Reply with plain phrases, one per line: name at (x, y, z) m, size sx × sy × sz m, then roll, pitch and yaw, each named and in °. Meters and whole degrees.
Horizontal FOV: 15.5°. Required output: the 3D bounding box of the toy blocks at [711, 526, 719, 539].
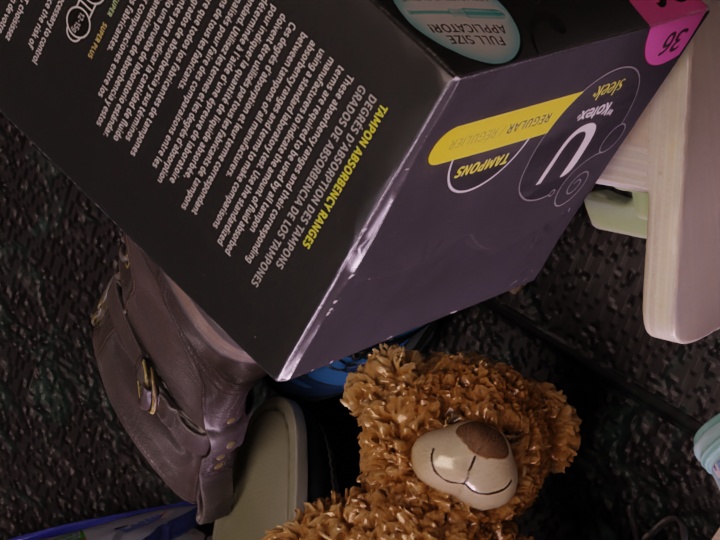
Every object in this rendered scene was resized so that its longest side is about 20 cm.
toy blocks at (0.200, 0.130, 0.973) m, size 0.200 × 0.100 × 0.137 m, roll 36°, pitch 134°, yaw 11°

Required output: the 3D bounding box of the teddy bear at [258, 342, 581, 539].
teddy bear at (0.021, 0.128, 0.996) m, size 0.145 × 0.067 × 0.200 m, roll 34°, pitch 90°, yaw 14°

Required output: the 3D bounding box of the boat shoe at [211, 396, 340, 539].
boat shoe at (-0.020, 0.154, 1.105) m, size 0.075 × 0.066 × 0.199 m, roll -29°, pitch 57°, yaw 55°

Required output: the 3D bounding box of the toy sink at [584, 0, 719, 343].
toy sink at (0.097, -0.091, 0.943) m, size 0.112 × 0.130 × 0.200 m, roll 12°, pitch 110°, yaw 32°

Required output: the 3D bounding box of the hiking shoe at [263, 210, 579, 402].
hiking shoe at (0.000, 0.000, 1.053) m, size 0.074 × 0.087 × 0.200 m, roll 54°, pitch 138°, yaw 8°

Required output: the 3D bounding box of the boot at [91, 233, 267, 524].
boot at (-0.086, -0.009, 1.077) m, size 0.200 × 0.069 × 0.174 m, roll 68°, pitch 157°, yaw 17°

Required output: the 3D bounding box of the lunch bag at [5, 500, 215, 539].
lunch bag at (-0.127, 0.202, 1.191) m, size 0.200 × 0.124 × 0.170 m, roll -18°, pitch 94°, yaw 34°

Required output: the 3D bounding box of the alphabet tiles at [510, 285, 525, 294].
alphabet tiles at (0.038, -0.093, 1.067) m, size 0.167 × 0.008 × 0.200 m, roll 44°, pitch 123°, yaw 17°

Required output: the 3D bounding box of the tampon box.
tampon box at (-0.022, -0.089, 0.853) m, size 0.200 × 0.150 × 0.126 m, roll 44°, pitch 125°, yaw 19°

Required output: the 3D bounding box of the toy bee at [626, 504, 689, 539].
toy bee at (0.042, 0.176, 1.077) m, size 0.131 × 0.109 × 0.200 m, roll -146°, pitch 69°, yaw -71°

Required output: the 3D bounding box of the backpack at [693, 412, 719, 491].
backpack at (0.201, 0.033, 0.814) m, size 0.200 × 0.176 × 0.153 m, roll -47°, pitch 66°, yaw 37°
